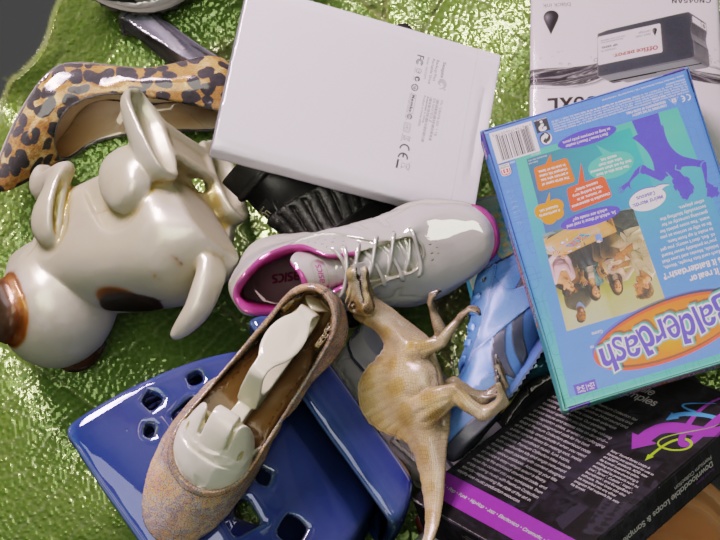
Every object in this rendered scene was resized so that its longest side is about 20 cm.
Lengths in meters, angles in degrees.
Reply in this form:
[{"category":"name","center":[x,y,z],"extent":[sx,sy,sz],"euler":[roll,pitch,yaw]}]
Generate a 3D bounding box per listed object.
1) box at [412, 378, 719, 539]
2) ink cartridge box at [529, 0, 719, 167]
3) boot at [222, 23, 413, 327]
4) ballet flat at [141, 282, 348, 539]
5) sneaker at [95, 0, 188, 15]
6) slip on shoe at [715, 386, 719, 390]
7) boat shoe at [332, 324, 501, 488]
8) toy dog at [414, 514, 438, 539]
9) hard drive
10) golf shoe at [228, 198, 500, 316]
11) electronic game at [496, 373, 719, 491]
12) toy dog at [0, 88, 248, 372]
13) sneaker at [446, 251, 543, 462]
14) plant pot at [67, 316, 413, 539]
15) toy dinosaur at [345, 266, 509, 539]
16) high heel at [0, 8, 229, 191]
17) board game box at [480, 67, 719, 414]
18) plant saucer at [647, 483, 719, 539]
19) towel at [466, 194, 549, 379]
[{"category":"box","center":[0.154,0.134,1.091],"extent":[0.199,0.142,0.036],"euler":[-35,123,-24]},{"category":"ink cartridge box","center":[0.199,-0.139,1.212],"extent":[0.143,0.084,0.202],"euler":[-1,64,8]},{"category":"boot","center":[0.012,-0.073,1.243],"extent":[0.158,0.079,0.211],"euler":[45,71,0]},{"category":"ballet flat","center":[-0.077,0.086,1.045],"extent":[0.068,0.067,0.201],"euler":[31,72,6]},{"category":"sneaker","center":[-0.132,-0.261,1.285],"extent":[0.198,0.080,0.075],"euler":[-11,57,1]},{"category":"slip on shoe","center":[0.331,0.096,1.175],"extent":[0.198,0.074,0.062],"euler":[-9,85,-18]},{"category":"boat shoe","center":[0.054,0.128,1.187],"extent":[0.200,0.072,0.066],"euler":[44,118,7]},{"category":"toy dog","center":[0.070,0.254,1.165],"extent":[0.130,0.096,0.202],"euler":[-1,107,-12]},{"category":"hard drive","center":[-0.002,-0.123,1.196],"extent":[0.198,0.027,0.133],"euler":[14,74,-10]},{"category":"golf shoe","center":[0.000,0.000,1.132],"extent":[0.198,0.092,0.076],"euler":[-14,95,14]},{"category":"electronic game","center":[0.178,0.149,1.208],"extent":[0.198,0.042,0.202],"euler":[-2,82,13]},{"category":"toy dog","center":[-0.188,-0.003,1.222],"extent":[0.199,0.139,0.195],"euler":[-33,65,19]},{"category":"sneaker","center":[0.098,0.043,1.154],"extent":[0.078,0.066,0.201],"euler":[34,70,4]},{"category":"plant pot","center":[-0.075,0.155,1.156],"extent":[0.179,0.200,0.201],"euler":[-35,78,-10]},{"category":"toy dinosaur","center":[0.049,0.088,1.085],"extent":[0.100,0.058,0.202],"euler":[-19,77,9]},{"category":"high heel","center":[-0.186,-0.108,1.271],"extent":[0.142,0.072,0.200],"euler":[38,76,16]},{"category":"board game box","center":[0.181,-0.019,1.105],"extent":[0.151,0.045,0.202],"euler":[-16,80,3]},{"category":"plant saucer","center":[0.194,0.234,1.139],"extent":[0.198,0.032,0.203],"euler":[-7,106,-24]},{"category":"towel","center":[0.176,-0.004,1.217],"extent":[0.198,0.022,0.148],"euler":[-14,70,1]}]
